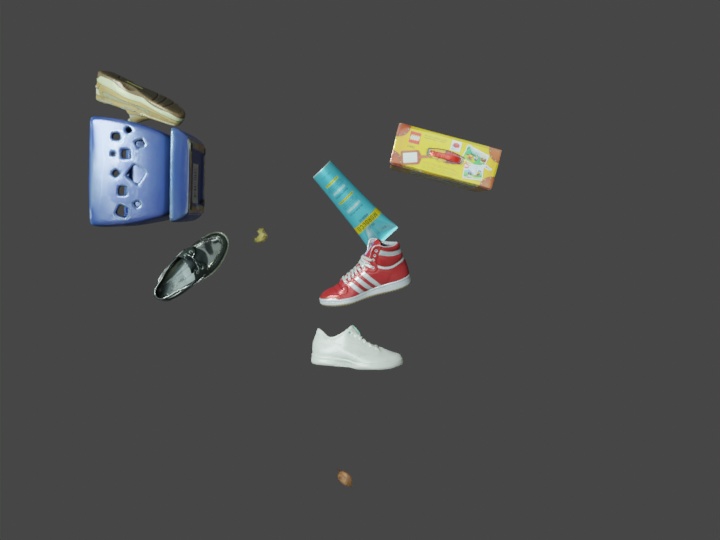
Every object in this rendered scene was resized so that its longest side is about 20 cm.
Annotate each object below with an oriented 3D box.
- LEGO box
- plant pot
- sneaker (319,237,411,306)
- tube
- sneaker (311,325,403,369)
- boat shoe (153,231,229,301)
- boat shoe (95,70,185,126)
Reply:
[{"bbox_3d":[0.159,-0.218,1.130,0.196,0.149,0.079,15,96,0],"label":"LEGO box"},{"bbox_3d":[-0.409,-0.186,1.135,0.176,0.200,0.204,2,95,-4],"label":"plant pot"},{"bbox_3d":[0.000,0.000,1.189,0.196,0.071,0.114,-17,109,-4],"label":"sneaker"},{"bbox_3d":[-0.014,-0.137,1.201,0.077,0.050,0.200,-41,100,15],"label":"tube"},{"bbox_3d":[-0.005,0.162,1.218,0.196,0.075,0.090,5,84,3],"label":"sneaker"},{"bbox_3d":[-0.362,-0.006,1.212,0.198,0.066,0.075,-35,93,5],"label":"boat shoe"},{"bbox_3d":[-0.457,-0.337,1.189,0.198,0.072,0.077,28,111,6],"label":"boat shoe"}]
